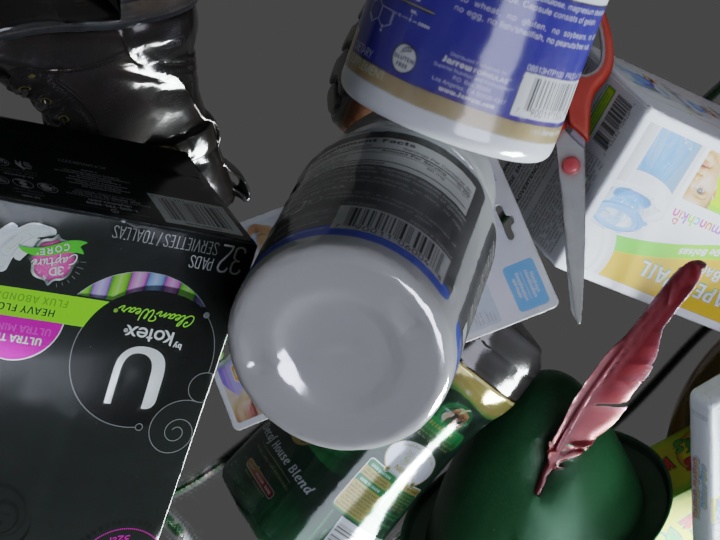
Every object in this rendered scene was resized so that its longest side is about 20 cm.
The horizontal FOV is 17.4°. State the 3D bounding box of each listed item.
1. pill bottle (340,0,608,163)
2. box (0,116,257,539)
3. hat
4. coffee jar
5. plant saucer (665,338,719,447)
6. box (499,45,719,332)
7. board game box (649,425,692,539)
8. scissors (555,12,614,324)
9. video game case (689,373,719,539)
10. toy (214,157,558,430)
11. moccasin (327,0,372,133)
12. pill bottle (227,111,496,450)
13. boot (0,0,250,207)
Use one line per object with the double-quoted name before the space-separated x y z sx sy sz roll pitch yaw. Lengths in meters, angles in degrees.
"pill bottle" 0.076 -0.167 1.199 0.119 0.120 0.201 13 104 -30
"box" -0.164 0.040 1.206 0.148 0.124 0.201 10 111 -27
"hat" 0.096 0.080 1.403 0.199 0.166 0.177 -29 125 -16
"coffee jar" 0.014 0.087 1.405 0.200 0.104 0.085 -47 127 6
"plant saucer" 0.286 0.084 1.557 0.199 0.035 0.201 -12 130 -15
"box" 0.196 -0.041 1.413 0.199 0.101 0.113 20 109 -32
"board game box" 0.223 0.152 1.527 0.199 0.048 0.102 -28 132 0
"scissors" 0.124 -0.072 1.325 0.073 0.201 0.014 -18 159 5
"video game case" 0.282 0.108 1.459 0.200 0.023 0.183 -28 129 -29
"toy" 0.000 0.000 1.333 0.199 0.116 0.047 -22 165 -2
"moccasin" 0.058 -0.152 1.307 0.078 0.074 0.202 39 89 -19
"pill bottle" 0.009 -0.004 1.201 0.113 0.200 0.114 5 117 10
"boot" -0.158 -0.076 1.257 0.199 0.069 0.175 -12 128 -12
